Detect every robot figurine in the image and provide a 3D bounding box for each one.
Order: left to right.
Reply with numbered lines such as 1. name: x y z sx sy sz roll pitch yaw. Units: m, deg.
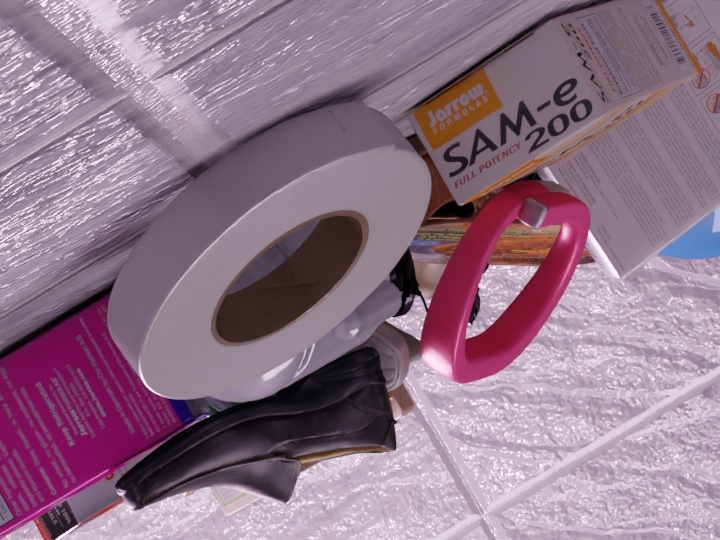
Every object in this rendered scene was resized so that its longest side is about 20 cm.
1. robot figurine: -0.057 0.015 1.406 0.168 0.114 0.200 5 -162 33

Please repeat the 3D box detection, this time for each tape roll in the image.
1. tape roll: -0.048 -0.008 1.227 0.202 0.037 0.203 -32 156 -16

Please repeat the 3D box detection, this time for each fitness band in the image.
1. fitness band: 0.103 0.009 1.540 0.200 0.037 0.145 -8 124 -66

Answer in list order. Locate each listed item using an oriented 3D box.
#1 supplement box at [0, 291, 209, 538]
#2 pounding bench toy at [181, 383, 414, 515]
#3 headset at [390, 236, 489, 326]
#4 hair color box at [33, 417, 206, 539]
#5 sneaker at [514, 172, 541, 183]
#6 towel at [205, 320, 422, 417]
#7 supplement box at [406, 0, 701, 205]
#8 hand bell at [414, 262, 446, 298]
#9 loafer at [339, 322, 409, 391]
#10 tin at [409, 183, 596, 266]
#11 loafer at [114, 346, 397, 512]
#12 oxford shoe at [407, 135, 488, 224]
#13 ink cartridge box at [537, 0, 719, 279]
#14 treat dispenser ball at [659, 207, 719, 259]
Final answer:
1. supplement box: -0.211 0.103 1.456 0.199 0.104 0.101 -29 178 2
2. pounding bench toy: -0.072 0.113 1.858 0.155 0.125 0.200 -27 175 -33
3. headset: 0.000 0.000 1.624 0.199 0.095 0.123 15 -155 29
4. hair color box: -0.169 0.110 1.633 0.199 0.102 0.061 -27 176 -40
5. sneaker: 0.147 -0.095 1.765 0.199 0.076 0.087 -23 149 35
6. towel: -0.068 0.058 1.616 0.199 0.152 0.024 -20 128 -47
7. supplement box: 0.135 -0.119 1.492 0.126 0.074 0.200 -32 176 30
8. hand bell: 0.095 -0.081 1.863 0.200 0.104 0.104 -48 168 30
9. loafer: -0.048 0.037 1.550 0.199 0.071 0.070 17 -155 26
10. tin: 0.117 -0.036 1.736 0.198 0.042 0.112 2 168 -12
11. loafer: -0.062 0.118 1.432 0.199 0.073 0.073 -23 179 -21
12. oxford shoe: 0.077 -0.077 1.659 0.199 0.072 0.071 -30 176 -42
13. ink cartridge box: 0.226 -0.115 1.662 0.199 0.161 0.050 -37 -162 -6
14. treat dispenser ball: 0.273 -0.110 1.807 0.200 0.202 0.201 -31 177 -2
